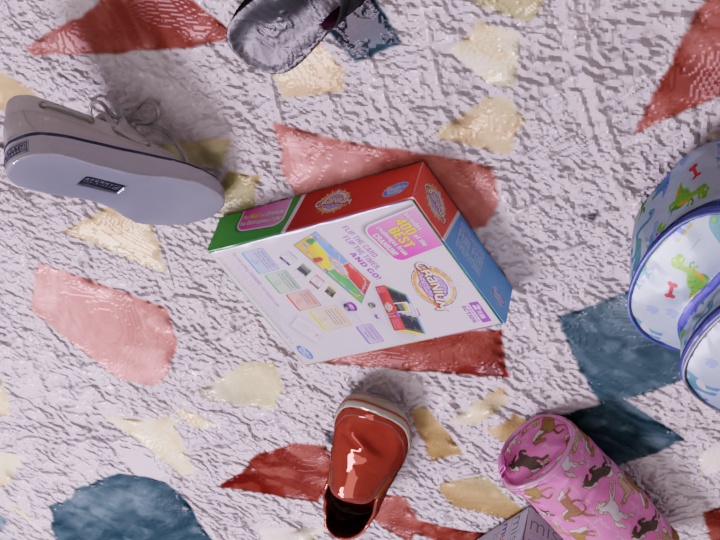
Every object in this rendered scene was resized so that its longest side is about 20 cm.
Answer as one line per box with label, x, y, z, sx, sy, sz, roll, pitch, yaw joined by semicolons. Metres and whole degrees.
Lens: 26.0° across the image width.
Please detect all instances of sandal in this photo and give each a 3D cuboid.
sandal;-0.028;-0.187;1.041;0.075;0.048;0.200;29;140;-14

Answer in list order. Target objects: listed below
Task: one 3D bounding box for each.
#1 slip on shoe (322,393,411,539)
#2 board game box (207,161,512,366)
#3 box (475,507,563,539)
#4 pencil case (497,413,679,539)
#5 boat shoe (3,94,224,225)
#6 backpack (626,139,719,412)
slip on shoe;0.001;0.183;1.439;0.074;0.061;0.201;17;139;2
board game box;0.000;0.000;1.254;0.199;0.041;0.153;-13;132;31
box;0.191;0.341;1.540;0.199;0.097;0.176;31;141;-15
pencil case;0.204;0.210;1.395;0.200;0.087;0.083;47;163;-31
boat shoe;-0.189;-0.094;1.191;0.201;0.087;0.074;12;146;-44
backpack;0.289;0.013;1.083;0.199;0.148;0.183;24;138;-4
